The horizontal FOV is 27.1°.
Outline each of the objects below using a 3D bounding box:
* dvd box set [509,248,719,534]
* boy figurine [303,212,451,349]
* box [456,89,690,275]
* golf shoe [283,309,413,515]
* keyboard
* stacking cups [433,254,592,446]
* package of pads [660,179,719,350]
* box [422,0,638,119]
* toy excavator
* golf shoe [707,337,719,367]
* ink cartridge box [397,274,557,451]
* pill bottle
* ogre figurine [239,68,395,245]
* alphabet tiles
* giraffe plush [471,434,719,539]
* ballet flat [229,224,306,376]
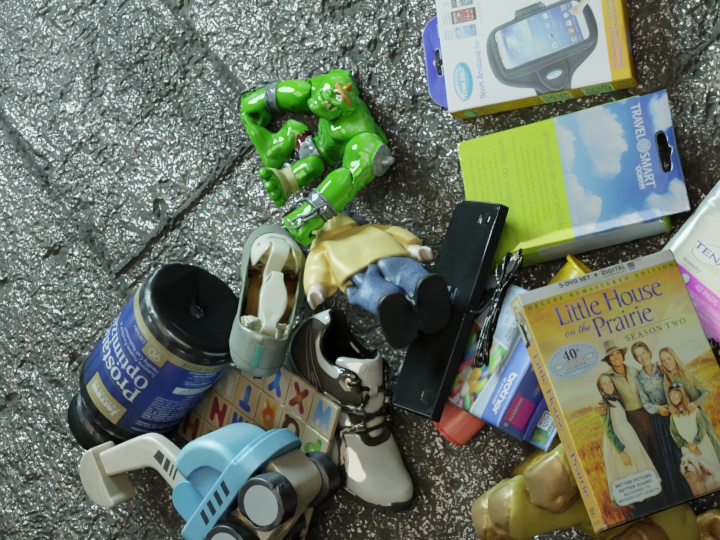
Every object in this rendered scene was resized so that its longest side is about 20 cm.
[{"bbox_3d":[0.223,0.095,1.213,0.145,0.029,0.201,-15,75,-13],"label":"dvd box set"},{"bbox_3d":[0.000,0.000,1.368,0.124,0.065,0.200,-26,31,-18],"label":"boy figurine"},{"bbox_3d":[0.194,-0.079,1.357,0.199,0.048,0.123,-14,72,18],"label":"box"},{"bbox_3d":[-0.005,0.129,1.379,0.201,0.078,0.095,55,131,14],"label":"golf shoe"},{"bbox_3d":[0.092,0.036,1.315,0.127,0.020,0.201,12,83,61],"label":"keyboard"},{"bbox_3d":[0.146,0.080,1.360,0.060,0.060,0.200,43,100,18],"label":"stacking cups"},{"bbox_3d":[0.362,0.014,1.283,0.200,0.068,0.155,42,99,18],"label":"package of pads"},{"bbox_3d":[0.152,-0.215,1.397,0.199,0.041,0.120,-9,82,17],"label":"box"},{"bbox_3d":[-0.145,0.187,1.358,0.200,0.100,0.195,46,118,17],"label":"toy excavator"},{"bbox_3d":[0.306,0.141,1.274,0.077,0.095,0.201,-31,80,-11],"label":"golf shoe"},{"bbox_3d":[0.121,0.072,1.316,0.200,0.042,0.120,25,85,55],"label":"ink cartridge box"},{"bbox_3d":[-0.200,0.094,1.430,0.112,0.112,0.200,53,127,16],"label":"pill bottle"},{"bbox_3d":[-0.041,-0.124,1.427,0.119,0.200,0.098,-28,120,4],"label":"ogre figurine"},{"bbox_3d":[-0.104,0.158,1.420,0.200,0.008,0.168,32,115,39],"label":"alphabet tiles"},{"bbox_3d":[0.220,0.210,1.290,0.199,0.173,0.163,-35,84,-22],"label":"giraffe plush"},{"bbox_3d":[-0.079,0.012,1.393,0.067,0.201,0.064,14,133,-8],"label":"ballet flat"}]
